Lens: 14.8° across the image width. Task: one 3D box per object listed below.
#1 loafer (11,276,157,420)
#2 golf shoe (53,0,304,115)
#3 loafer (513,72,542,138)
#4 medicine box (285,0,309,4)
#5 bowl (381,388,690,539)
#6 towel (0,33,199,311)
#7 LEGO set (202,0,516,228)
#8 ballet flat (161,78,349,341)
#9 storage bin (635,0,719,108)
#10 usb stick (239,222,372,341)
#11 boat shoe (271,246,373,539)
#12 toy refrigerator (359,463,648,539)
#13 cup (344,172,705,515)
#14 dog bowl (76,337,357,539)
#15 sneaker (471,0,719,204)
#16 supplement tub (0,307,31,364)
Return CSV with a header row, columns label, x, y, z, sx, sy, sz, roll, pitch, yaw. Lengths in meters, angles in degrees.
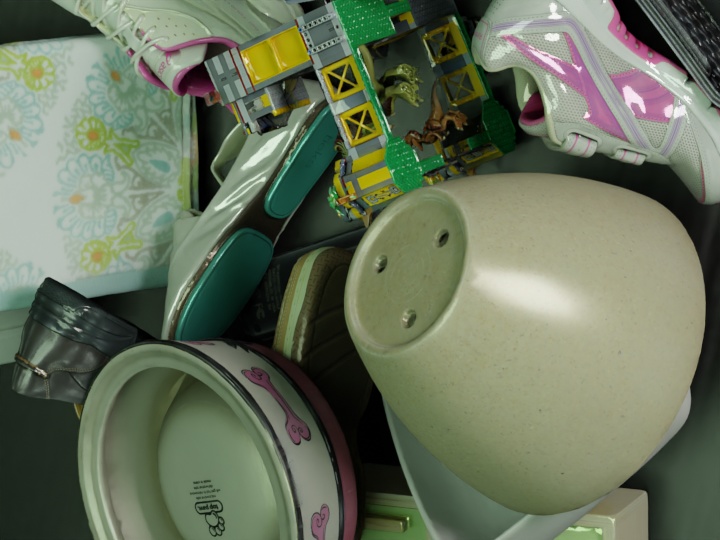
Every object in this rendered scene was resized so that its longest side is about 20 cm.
label,x,y,z,sx,sy,sz,roll,pitch,yaw
loafer,-0.161,0.068,1.781,0.073,0.200,0.072,30,87,35
golf shoe,-0.132,-0.162,1.736,0.199,0.092,0.075,20,136,-5
loafer,0.123,-0.179,1.672,0.070,0.070,0.201,-10,102,-11
medicine box,0.012,-0.273,1.564,0.182,0.103,0.200,-7,120,27
bowl,0.113,0.068,1.684,0.200,0.075,0.200,-43,44,24
towel,-0.192,-0.065,1.777,0.048,0.200,0.172,13,108,56
LEGO set,-0.006,-0.097,1.675,0.116,0.200,0.154,-22,100,31
ballet flat,-0.079,-0.039,1.775,0.069,0.069,0.200,32,89,16
storage bin,0.260,-0.199,1.582,0.200,0.094,0.135,-40,83,27
usb stick,0.000,0.000,1.757,0.200,0.033,0.056,-18,74,39
boat shoe,-0.040,0.082,1.739,0.076,0.072,0.201,13,100,48
toy refrigerator,0.078,0.175,1.759,0.199,0.070,0.076,5,103,25
cup,0.075,0.023,1.579,0.200,0.143,0.201,-27,51,39
dog bowl,-0.083,0.132,1.697,0.200,0.074,0.201,16,114,41
sneaker,0.139,-0.101,1.620,0.200,0.081,0.088,42,91,-16
supplement tub,-0.266,-0.042,1.843,0.132,0.132,0.201,-3,99,26
